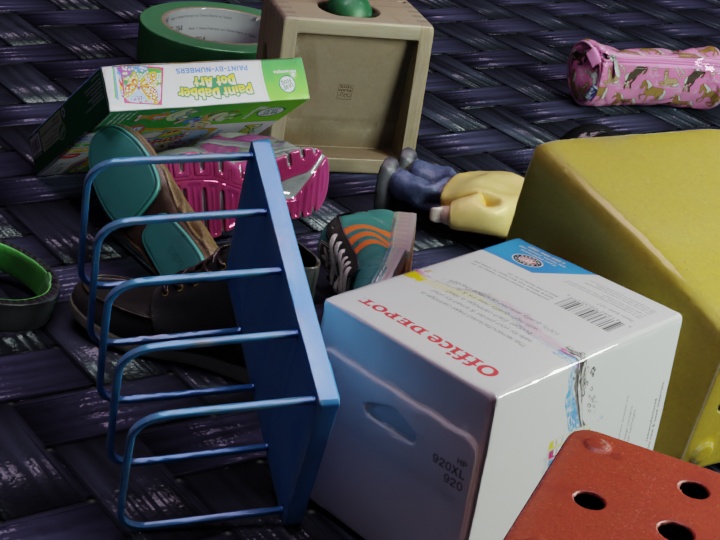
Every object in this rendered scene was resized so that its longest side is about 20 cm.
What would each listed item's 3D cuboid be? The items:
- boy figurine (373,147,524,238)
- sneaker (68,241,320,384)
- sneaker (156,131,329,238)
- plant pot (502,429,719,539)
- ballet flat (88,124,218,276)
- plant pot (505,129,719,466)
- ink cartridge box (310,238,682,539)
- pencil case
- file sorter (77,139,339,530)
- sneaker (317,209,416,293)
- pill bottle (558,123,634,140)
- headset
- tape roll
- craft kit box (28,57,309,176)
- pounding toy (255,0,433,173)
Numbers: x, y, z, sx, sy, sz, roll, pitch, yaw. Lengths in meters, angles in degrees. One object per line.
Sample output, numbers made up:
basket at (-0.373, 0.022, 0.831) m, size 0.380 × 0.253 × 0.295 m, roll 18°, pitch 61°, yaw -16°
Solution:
boy figurine at (0.116, -0.061, 1.413) m, size 0.198 × 0.065 × 0.124 m, roll 20°, pitch 26°, yaw 21°
sneaker at (-0.120, 0.010, 1.121) m, size 0.198 × 0.107 × 0.075 m, roll 15°, pitch 25°, yaw 12°
sneaker at (-0.130, -0.080, 1.362) m, size 0.198 × 0.082 × 0.088 m, roll -5°, pitch 21°, yaw -36°
plant pot at (0.130, 0.196, 0.718) m, size 0.198 × 0.178 × 0.200 m, roll 17°, pitch 25°, yaw 18°
ballet flat at (-0.159, -0.040, 1.243) m, size 0.200 × 0.068 × 0.072 m, roll 49°, pitch 10°, yaw 34°
plant pot at (0.230, 0.034, 1.105) m, size 0.194 × 0.196 × 0.200 m, roll -6°, pitch 36°, yaw -31°
ink cartridge box at (0.082, 0.087, 0.975) m, size 0.199 × 0.146 × 0.147 m, roll -16°, pitch 33°, yaw -43°
pencil case at (0.356, -0.242, 1.868) m, size 0.198 × 0.084 × 0.087 m, roll 0°, pitch 25°, yaw -21°
file sorter at (-0.102, 0.043, 0.939) m, size 0.121 × 0.139 × 0.202 m, roll -5°, pitch 54°, yaw -17°
sneaker at (0.000, 0.000, 1.241) m, size 0.079 × 0.072 × 0.200 m, roll 6°, pitch 19°, yaw 5°
pill bottle at (0.246, -0.062, 1.400) m, size 0.110 × 0.113 × 0.200 m, roll 1°, pitch 26°, yaw -16°
headset at (-0.319, -0.014, 1.120) m, size 0.198 × 0.095 × 0.124 m, roll 11°, pitch 21°, yaw -23°
tape roll at (-0.164, -0.268, 1.787) m, size 0.198 × 0.049 × 0.201 m, roll 8°, pitch 24°, yaw -3°
craft kit box at (-0.177, -0.139, 1.372) m, size 0.196 × 0.049 × 0.199 m, roll -11°, pitch -7°, yaw -31°
pounding toy at (-0.012, -0.219, 1.546) m, size 0.182 × 0.202 × 0.142 m, roll 1°, pitch 25°, yaw -17°
